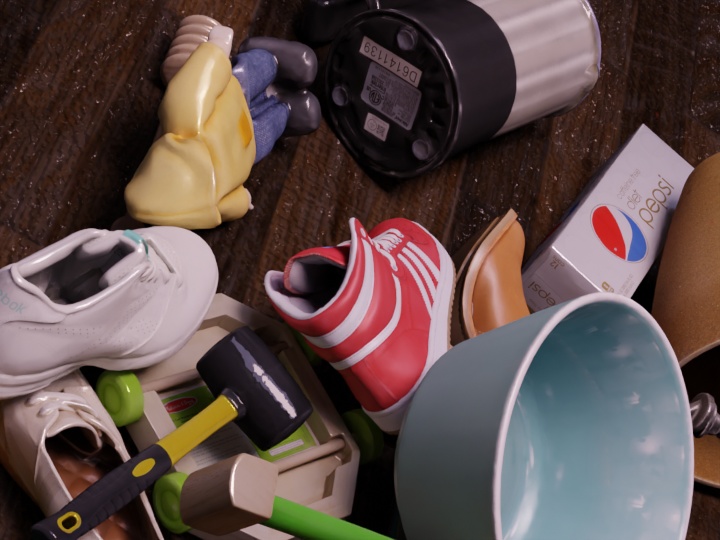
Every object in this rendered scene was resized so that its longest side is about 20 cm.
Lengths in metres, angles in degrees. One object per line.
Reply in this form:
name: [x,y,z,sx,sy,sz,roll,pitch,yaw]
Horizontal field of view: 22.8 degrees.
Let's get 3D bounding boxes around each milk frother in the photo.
milk frother: [0.075,-0.193,1.252,0.181,0.200,0.188,49,41,13]

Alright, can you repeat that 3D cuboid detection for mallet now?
mallet: [-0.092,0.101,0.926,0.066,0.041,0.200,45,39,-1]

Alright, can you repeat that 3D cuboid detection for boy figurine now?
boy figurine: [-0.085,-0.086,1.098,0.064,0.125,0.200,5,25,16]

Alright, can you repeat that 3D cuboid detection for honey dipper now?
honey dipper: [-0.125,-0.087,1.130,0.038,0.038,0.201,29,46,-14]

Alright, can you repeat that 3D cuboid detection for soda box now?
soda box: [0.179,-0.025,1.292,0.068,0.064,0.200,42,40,0]

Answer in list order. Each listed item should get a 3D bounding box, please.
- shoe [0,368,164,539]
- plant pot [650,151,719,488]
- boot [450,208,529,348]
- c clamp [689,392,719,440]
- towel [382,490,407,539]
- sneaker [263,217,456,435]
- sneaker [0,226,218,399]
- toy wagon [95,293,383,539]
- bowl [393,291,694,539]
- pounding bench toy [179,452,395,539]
shoe: [-0.141,0.109,0.935,0.070,0.053,0.201,-8,61,-42]
plant pot: [0.279,0.017,1.221,0.185,0.186,0.201,22,46,-22]
boot: [0.108,0.065,1.160,0.154,0.074,0.201,36,48,-11]
c clamp: [0.258,0.144,1.158,0.199,0.172,0.027,24,7,-18]
towel: [0.093,0.206,1.063,0.199,0.022,0.147,32,43,-15]
sneaker: [0.000,0.000,1.083,0.113,0.071,0.200,48,19,-25]
sneaker: [-0.129,0.006,0.943,0.075,0.089,0.200,47,34,11]
toy wagon: [-0.080,0.068,1.030,0.155,0.040,0.201,-14,65,-44]
bowl: [0.092,0.112,0.997,0.200,0.105,0.202,-1,91,-51]
pounding bench toy: [0.000,0.181,0.877,0.155,0.124,0.201,-7,86,-41]
